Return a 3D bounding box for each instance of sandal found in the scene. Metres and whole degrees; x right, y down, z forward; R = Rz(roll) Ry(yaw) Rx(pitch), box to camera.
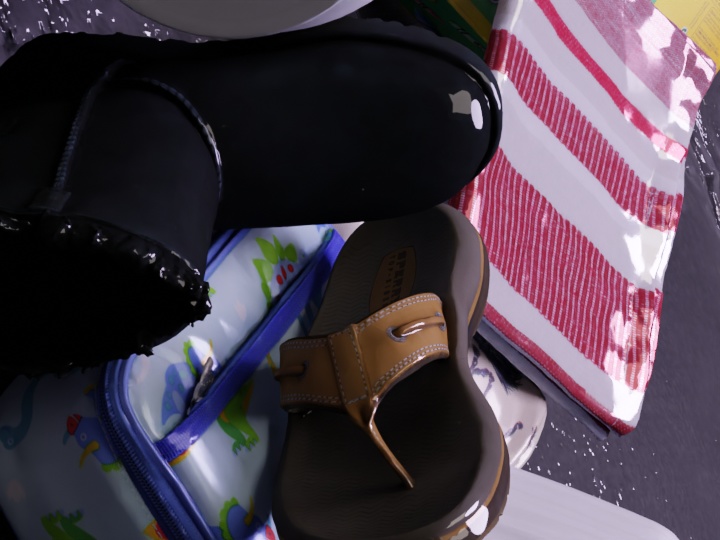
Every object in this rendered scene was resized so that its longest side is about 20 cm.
[{"bbox_3d":[0.007,0.028,0.802,0.200,0.082,0.055,-80,148,-53],"label":"sandal"}]

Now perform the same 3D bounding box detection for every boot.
[{"bbox_3d":[-0.056,-0.026,0.800,0.163,0.198,0.074,-75,166,-64],"label":"boot"}]

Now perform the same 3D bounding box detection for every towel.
[{"bbox_3d":[0.095,-0.046,1.030,0.144,0.023,0.200,40,54,-40],"label":"towel"}]

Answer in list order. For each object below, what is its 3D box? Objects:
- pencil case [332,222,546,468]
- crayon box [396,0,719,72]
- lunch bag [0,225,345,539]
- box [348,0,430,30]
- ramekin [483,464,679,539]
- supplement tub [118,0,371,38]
[{"bbox_3d":[0.000,0.000,0.991,0.200,0.078,0.089,59,25,-17],"label":"pencil case"},{"bbox_3d":[0.090,-0.139,1.101,0.119,0.058,0.200,-54,131,-8],"label":"crayon box"},{"bbox_3d":[-0.042,0.066,0.868,0.161,0.082,0.200,59,27,-10],"label":"lunch bag"},{"bbox_3d":[-0.001,-0.152,1.132,0.158,0.048,0.200,-20,88,-62],"label":"box"},{"bbox_3d":[0.057,0.167,0.850,0.202,0.094,0.203,11,90,-78],"label":"ramekin"},{"bbox_3d":[-0.027,-0.168,0.853,0.145,0.144,0.200,60,19,-14],"label":"supplement tub"}]
